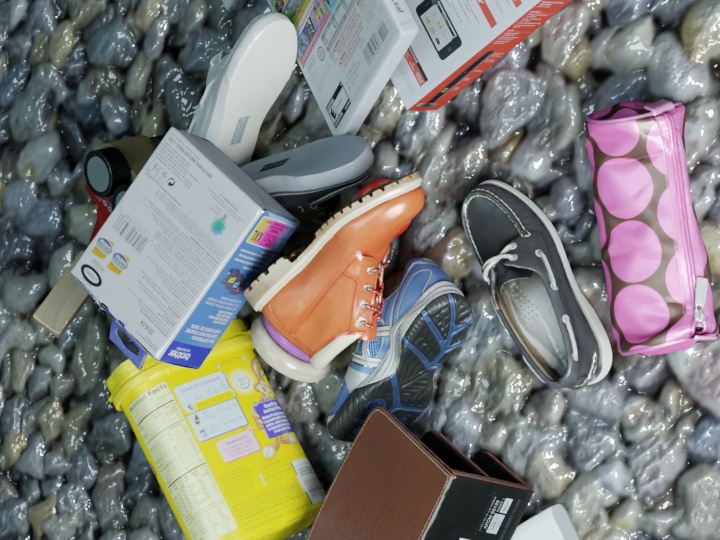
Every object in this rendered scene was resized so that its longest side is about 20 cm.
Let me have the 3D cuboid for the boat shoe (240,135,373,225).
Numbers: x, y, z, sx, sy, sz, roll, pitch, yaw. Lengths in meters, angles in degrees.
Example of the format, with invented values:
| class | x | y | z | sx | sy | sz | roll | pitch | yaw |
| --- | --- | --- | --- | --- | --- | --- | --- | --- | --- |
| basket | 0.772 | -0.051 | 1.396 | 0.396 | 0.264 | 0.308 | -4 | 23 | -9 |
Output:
| class | x | y | z | sx | sy | sz | roll | pitch | yaw |
| --- | --- | --- | --- | --- | --- | --- | --- | --- | --- |
| boat shoe | -0.052 | -0.070 | 1.744 | 0.199 | 0.070 | 0.067 | -12 | 118 | 44 |

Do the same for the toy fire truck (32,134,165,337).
| class | x | y | z | sx | sy | sz | roll | pitch | yaw |
| --- | --- | --- | --- | --- | --- | --- | --- | --- | --- |
| toy fire truck | -0.224 | -0.006 | 1.872 | 0.176 | 0.128 | 0.201 | 48 | 133 | 24 |

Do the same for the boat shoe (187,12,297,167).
| class | x | y | z | sx | sy | sz | roll | pitch | yaw |
| --- | --- | --- | --- | --- | --- | --- | --- | --- | --- |
| boat shoe | -0.118 | -0.169 | 1.785 | 0.069 | 0.071 | 0.201 | 52 | 141 | 29 |

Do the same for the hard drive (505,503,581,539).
| class | x | y | z | sx | sy | sz | roll | pitch | yaw |
| --- | --- | --- | --- | --- | --- | --- | --- | --- | --- |
| hard drive | 0.129 | 0.306 | 1.665 | 0.200 | 0.026 | 0.133 | -36 | 72 | 36 |

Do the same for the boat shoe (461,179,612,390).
| class | x | y | z | sx | sy | sz | roll | pitch | yaw |
| --- | --- | --- | --- | --- | --- | --- | --- | --- | --- |
| boat shoe | 0.137 | 0.012 | 1.604 | 0.074 | 0.060 | 0.201 | -39 | 71 | 36 |

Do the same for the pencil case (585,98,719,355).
| class | x | y | z | sx | sy | sz | roll | pitch | yaw |
| --- | --- | --- | --- | --- | --- | --- | --- | --- | --- |
| pencil case | 0.234 | -0.036 | 1.505 | 0.094 | 0.090 | 0.202 | 168 | 91 | -74 |

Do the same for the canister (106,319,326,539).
| class | x | y | z | sx | sy | sz | roll | pitch | yaw |
| --- | --- | --- | --- | --- | --- | --- | --- | --- | --- |
| canister | -0.131 | 0.163 | 1.785 | 0.201 | 0.148 | 0.087 | 62 | 143 | 14 |

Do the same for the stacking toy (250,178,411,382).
| class | x | y | z | sx | sy | sz | roll | pitch | yaw |
| --- | --- | --- | --- | --- | --- | --- | --- | --- | --- |
| stacking toy | -0.018 | 0.003 | 1.722 | 0.085 | 0.085 | 0.201 | 47 | 117 | 25 |

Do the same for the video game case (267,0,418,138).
| class | x | y | z | sx | sy | sz | roll | pitch | yaw |
| --- | --- | --- | --- | --- | --- | --- | --- | --- | --- |
| video game case | -0.024 | -0.236 | 1.679 | 0.183 | 0.022 | 0.200 | 64 | 155 | 15 |

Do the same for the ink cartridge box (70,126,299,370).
| class | x | y | z | sx | sy | sz | roll | pitch | yaw |
| --- | --- | --- | --- | --- | --- | --- | --- | --- | --- |
| ink cartridge box | -0.168 | -0.007 | 1.715 | 0.136 | 0.076 | 0.201 | 42 | 100 | 28 |

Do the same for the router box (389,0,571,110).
| class | x | y | z | sx | sy | sz | roll | pitch | yaw |
| --- | --- | --- | --- | --- | --- | --- | --- | --- | --- |
| router box | 0.069 | -0.269 | 1.636 | 0.179 | 0.049 | 0.201 | -36 | 73 | 36 |

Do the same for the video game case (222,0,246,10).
| class | x | y | z | sx | sy | sz | roll | pitch | yaw |
| --- | --- | --- | --- | --- | --- | --- | --- | --- | --- |
| video game case | -0.132 | -0.370 | 1.757 | 0.202 | 0.024 | 0.182 | 66 | 154 | 14 |

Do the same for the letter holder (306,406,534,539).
| class | x | y | z | sx | sy | sz | roll | pitch | yaw |
| --- | --- | --- | --- | --- | --- | --- | --- | --- | --- |
| letter holder | 0.037 | 0.239 | 1.669 | 0.142 | 0.100 | 0.202 | 38 | 108 | 49 |

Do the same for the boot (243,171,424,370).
| class | x | y | z | sx | sy | sz | roll | pitch | yaw |
| --- | --- | --- | --- | --- | --- | --- | --- | --- | --- |
| boot | 0.000 | 0.000 | 1.647 | 0.200 | 0.075 | 0.108 | -42 | 84 | 28 |

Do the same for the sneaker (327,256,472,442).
| class | x | y | z | sx | sy | sz | roll | pitch | yaw |
| --- | --- | --- | --- | --- | --- | --- | --- | --- | --- |
| sneaker | 0.031 | 0.075 | 1.703 | 0.201 | 0.075 | 0.077 | -54 | 41 | 29 |
